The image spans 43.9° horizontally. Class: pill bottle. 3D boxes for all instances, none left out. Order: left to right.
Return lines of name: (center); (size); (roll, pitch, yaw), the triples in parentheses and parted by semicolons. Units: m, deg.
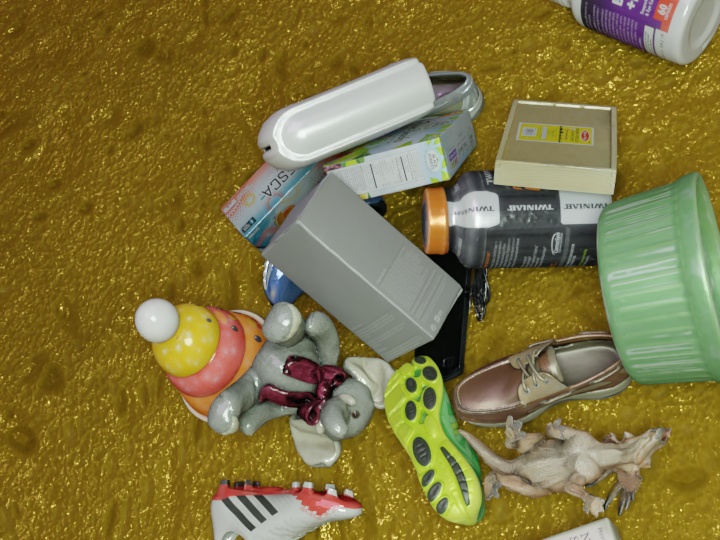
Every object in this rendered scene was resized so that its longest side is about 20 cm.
pill bottle: (0.165, -0.056, 0.974); (0.195, 0.107, 0.108); (-2, 64, -2)
pill bottle: (0.321, -0.332, 1.062); (0.199, 0.111, 0.112); (34, 83, 33)

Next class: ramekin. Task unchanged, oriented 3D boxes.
ramekin: (0.300, 0.015, 0.870); (0.096, 0.200, 0.204); (-12, 62, 27)

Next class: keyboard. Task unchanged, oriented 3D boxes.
keyboard: (0.115, 0.034, 1.047); (0.103, 0.039, 0.204); (-15, 60, 45)

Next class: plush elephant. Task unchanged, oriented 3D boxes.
plush elephant: (-0.051, 0.139, 1.007); (0.154, 0.200, 0.166); (37, 98, 10)

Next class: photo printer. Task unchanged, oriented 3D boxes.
photo printer: (-0.024, -0.174, 1.030); (0.197, 0.166, 0.071); (-23, 98, -6)

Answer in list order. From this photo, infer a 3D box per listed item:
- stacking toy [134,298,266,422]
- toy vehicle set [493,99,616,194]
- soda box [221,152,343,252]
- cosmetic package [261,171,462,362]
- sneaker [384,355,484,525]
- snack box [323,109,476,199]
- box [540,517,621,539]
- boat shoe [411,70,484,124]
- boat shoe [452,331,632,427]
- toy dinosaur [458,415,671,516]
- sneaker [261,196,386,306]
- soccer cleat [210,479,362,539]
stacking toy: (-0.197, 0.089, 1.059); (0.143, 0.200, 0.149); (-9, 64, 20)
toy vehicle set: (0.219, -0.141, 0.987); (0.122, 0.027, 0.201); (7, 30, 13)
soda box: (-0.087, -0.120, 1.184); (0.200, 0.064, 0.068); (-46, 57, 1)
cosmetic package: (0.000, 0.000, 0.987); (0.106, 0.200, 0.091); (-30, 20, 55)
sneaker: (0.080, 0.184, 0.959); (0.073, 0.084, 0.202); (-24, 51, 8)
snack box: (0.053, -0.136, 1.058); (0.139, 0.200, 0.054); (-11, 105, 19)
box: (0.166, 0.313, 0.867); (0.197, 0.068, 0.083); (-25, 60, 13)
boat shoe: (0.059, -0.225, 1.163); (0.198, 0.065, 0.076); (3, 68, 26)
boat shoe: (0.188, 0.105, 0.925); (0.196, 0.072, 0.077); (-18, 59, 0)
toy dinosaur: (0.198, 0.194, 0.882); (0.197, 0.135, 0.088); (-5, 74, 31)
sneaker: (-0.043, -0.030, 1.115); (0.089, 0.079, 0.201); (37, 85, 35)
soccer cleat: (-0.085, 0.282, 1.004); (0.196, 0.068, 0.087); (-5, 74, 26)
